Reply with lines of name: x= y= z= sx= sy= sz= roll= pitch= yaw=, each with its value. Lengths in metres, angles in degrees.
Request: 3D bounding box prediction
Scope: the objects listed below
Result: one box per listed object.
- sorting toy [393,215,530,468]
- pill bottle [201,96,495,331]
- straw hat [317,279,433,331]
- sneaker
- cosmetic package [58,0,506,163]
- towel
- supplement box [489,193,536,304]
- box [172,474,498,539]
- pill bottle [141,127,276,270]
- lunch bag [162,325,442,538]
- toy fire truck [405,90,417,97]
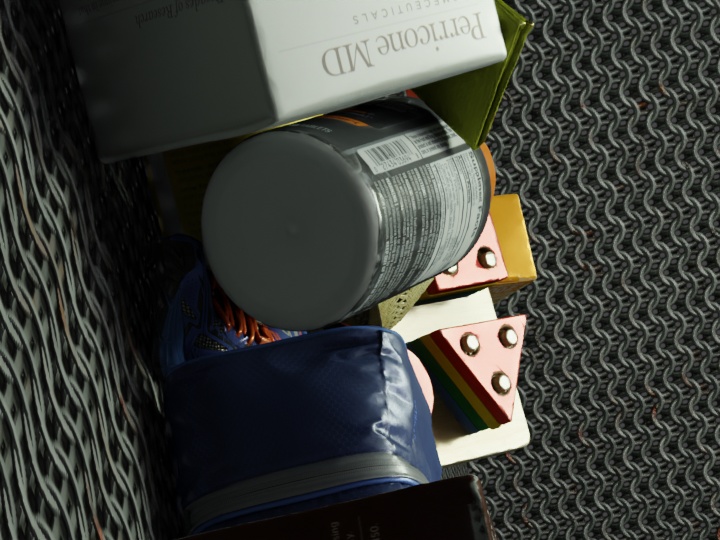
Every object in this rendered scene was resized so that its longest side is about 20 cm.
sorting toy: x=0.033 y=0.040 z=1.577 sx=0.070 sy=0.199 sz=0.200 roll=-25 pitch=-103 yaw=50
pill bottle: x=0.005 y=-0.037 z=1.220 sx=0.200 sy=0.106 sz=0.107 roll=-23 pitch=100 yaw=-62
straw hat: x=0.000 y=0.000 z=1.441 sx=0.201 sy=0.085 sz=0.202 roll=41 pitch=-39 yaw=44
sneaker: x=-0.070 y=0.037 z=1.243 sx=0.200 sy=0.078 sz=0.076 roll=68 pitch=9 yaw=-60
cosmetic package: x=-0.054 y=-0.177 z=1.162 sx=0.165 sy=0.164 sz=0.201 roll=-9 pitch=-82 yaw=52
towel: x=0.016 y=-0.158 z=1.232 sx=0.200 sy=0.018 sz=0.086 roll=46 pitch=-44 yaw=30
supplement box: x=0.035 y=0.007 z=1.763 sx=0.200 sy=0.126 sz=0.074 roll=145 pitch=-64 yaw=-62
box: x=0.007 y=0.231 z=1.081 sx=0.200 sy=0.164 sz=0.166 roll=71 pitch=7 yaw=-49
pill bottle: x=-0.075 y=-0.077 z=1.312 sx=0.111 sy=0.111 sz=0.201 roll=-78 pitch=154 yaw=-79
lunch bag: x=-0.021 y=0.131 z=1.198 sx=0.200 sy=0.135 sz=0.133 roll=66 pitch=13 yaw=-64
toy fire truck: x=-0.023 y=-0.166 z=1.390 sx=0.049 sy=0.140 sz=0.200 roll=-98 pitch=173 yaw=-50
